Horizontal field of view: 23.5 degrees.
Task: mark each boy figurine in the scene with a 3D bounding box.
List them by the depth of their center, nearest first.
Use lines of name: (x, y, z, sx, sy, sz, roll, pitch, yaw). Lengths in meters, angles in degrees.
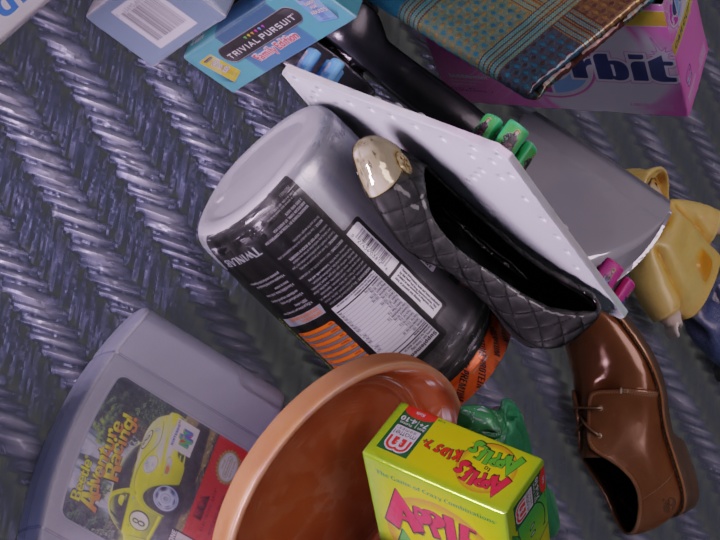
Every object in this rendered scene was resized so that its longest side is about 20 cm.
boy figurine: (0.260, -0.009, 1.374, 0.200, 0.064, 0.125, 52, 56, -18)

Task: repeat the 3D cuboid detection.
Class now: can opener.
can opener: (0.032, -0.133, 1.236, 0.199, 0.063, 0.079, 30, 104, -18)

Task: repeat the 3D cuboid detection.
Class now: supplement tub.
supplement tub: (0.000, 0.000, 1.136, 0.200, 0.122, 0.123, 44, 56, -20)

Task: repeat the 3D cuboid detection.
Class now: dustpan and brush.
dustpan and brush: (0.122, -0.010, 1.264, 0.139, 0.057, 0.200, 34, 54, 11)

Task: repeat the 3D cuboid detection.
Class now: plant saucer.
plant saucer: (-0.016, 0.140, 1.080, 0.199, 0.032, 0.202, -29, 135, -33)

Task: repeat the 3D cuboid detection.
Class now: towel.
towel: (0.096, -0.200, 1.171, 0.146, 0.200, 0.022, -39, 142, -15)

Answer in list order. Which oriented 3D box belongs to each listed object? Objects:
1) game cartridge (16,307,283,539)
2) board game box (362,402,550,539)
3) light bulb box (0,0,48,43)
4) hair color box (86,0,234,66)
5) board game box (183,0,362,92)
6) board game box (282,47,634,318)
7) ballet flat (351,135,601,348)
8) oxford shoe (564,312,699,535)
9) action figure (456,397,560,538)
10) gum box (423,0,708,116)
game cartridge: (-0.132, 0.131, 1.057, 0.133, 0.041, 0.201, 31, 61, -22)
board game box: (0.067, 0.182, 1.086, 0.048, 0.101, 0.201, -48, 144, -33)
light bulb box: (-0.294, -0.183, 0.963, 0.200, 0.124, 0.198, 52, 53, -15)
hair color box: (-0.099, -0.242, 1.142, 0.060, 0.099, 0.201, 34, 60, -24)
board game box: (-0.032, -0.234, 1.157, 0.047, 0.151, 0.201, 32, 60, -24)
board game box: (0.067, -0.058, 1.119, 0.026, 0.199, 0.200, -55, 138, -11)
ballet flat: (0.072, -0.023, 1.084, 0.200, 0.057, 0.067, 39, 38, -25)
oxford shoe: (0.184, 0.101, 1.283, 0.071, 0.071, 0.202, -25, 92, -30)
action figure: (0.090, 0.145, 1.140, 0.201, 0.054, 0.119, 75, 30, -52)
gum box: (0.137, -0.176, 1.232, 0.067, 0.198, 0.114, -68, 150, -29)
